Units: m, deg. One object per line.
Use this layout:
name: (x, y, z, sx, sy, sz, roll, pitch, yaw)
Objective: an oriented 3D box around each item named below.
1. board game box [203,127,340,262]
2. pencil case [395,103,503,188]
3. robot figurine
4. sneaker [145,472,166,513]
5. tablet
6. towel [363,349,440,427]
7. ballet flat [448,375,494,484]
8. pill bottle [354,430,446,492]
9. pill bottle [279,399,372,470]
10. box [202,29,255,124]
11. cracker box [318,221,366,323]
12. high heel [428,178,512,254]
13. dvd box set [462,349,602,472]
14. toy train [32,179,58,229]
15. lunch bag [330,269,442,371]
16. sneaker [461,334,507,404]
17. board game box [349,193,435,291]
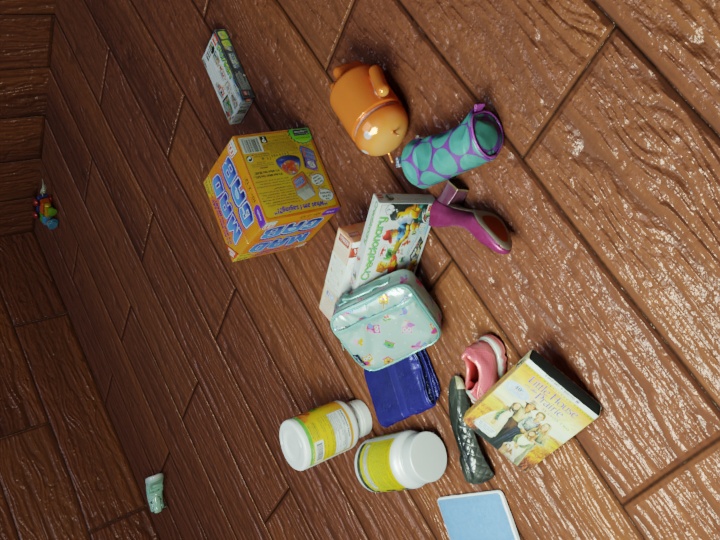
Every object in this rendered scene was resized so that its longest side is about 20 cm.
board game box: (-0.200, -0.168, 1.668, 0.199, 0.196, 0.204, -39, 71, 51)
pencil case: (0.151, -0.207, 1.280, 0.198, 0.084, 0.095, -15, 90, 53)
robot figurine: (0.016, -0.301, 1.404, 0.144, 0.116, 0.202, -42, 66, 24)
sneaker: (-0.782, 0.862, 2.892, 0.120, 0.072, 0.202, 64, 152, 26)
tablet: (0.231, 0.500, 1.464, 0.199, 0.013, 0.133, -30, 77, 52)
towel: (0.085, 0.230, 1.550, 0.199, 0.048, 0.151, -39, 63, 52)
ballet flat: (0.204, 0.299, 1.419, 0.066, 0.055, 0.206, 140, 119, -80)
pill bottle: (0.082, 0.392, 1.545, 0.199, 0.112, 0.117, -29, 79, 53)
pill bottle: (-0.073, 0.357, 1.669, 0.110, 0.196, 0.114, 21, 117, 47)
box: (-0.332, -0.484, 1.880, 0.110, 0.034, 0.204, -41, 68, 51)
cracker box: (0.000, 0.000, 1.509, 0.058, 0.132, 0.204, 44, 133, 36)
high heel: (0.187, -0.066, 1.292, 0.098, 0.066, 0.201, -65, 36, 29)
dvd box set: (0.278, 0.236, 1.239, 0.145, 0.029, 0.201, 39, 131, 2)
toy train: (-1.392, -0.290, 3.338, 0.115, 0.084, 0.203, 40, 132, 24)
lunch bag: (0.044, 0.095, 1.425, 0.197, 0.078, 0.161, -27, 119, 23)
sneaker: (0.219, 0.221, 1.327, 0.073, 0.085, 0.206, -10, 94, 54)
board game box: (0.060, -0.051, 1.417, 0.035, 0.123, 0.204, -119, 36, -46)
